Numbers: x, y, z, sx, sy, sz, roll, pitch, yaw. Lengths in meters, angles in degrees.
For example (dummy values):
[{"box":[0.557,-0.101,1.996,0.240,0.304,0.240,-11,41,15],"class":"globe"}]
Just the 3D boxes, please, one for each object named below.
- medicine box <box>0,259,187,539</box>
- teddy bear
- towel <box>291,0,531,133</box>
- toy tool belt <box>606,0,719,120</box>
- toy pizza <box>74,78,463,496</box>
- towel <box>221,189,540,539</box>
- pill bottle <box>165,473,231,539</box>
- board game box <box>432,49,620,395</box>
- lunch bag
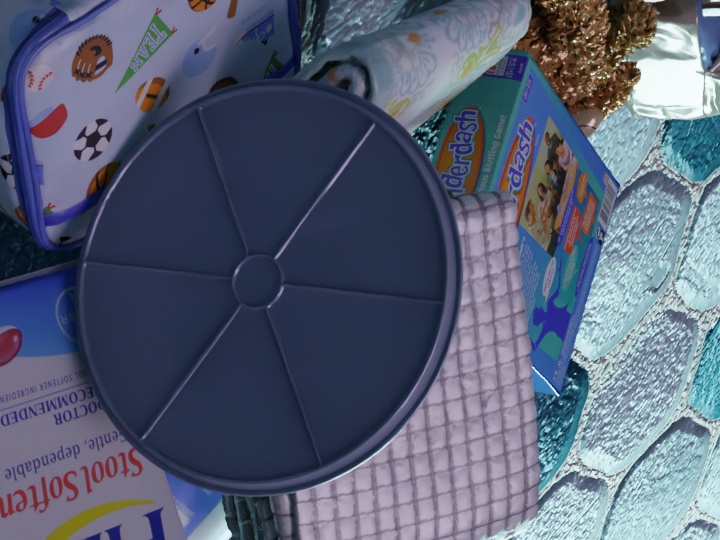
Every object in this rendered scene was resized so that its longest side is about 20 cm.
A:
[{"box":[-0.192,0.119,0.950,0.182,0.103,0.201,-18,87,-46],"class":"medicine box"},{"box":[0.122,-0.135,1.246,0.144,0.067,0.200,-21,156,-10],"class":"teddy bear"},{"box":[-0.015,-0.078,1.067,0.200,0.048,0.171,-37,179,37],"class":"towel"},{"box":[0.208,-0.198,1.336,0.200,0.124,0.124,61,34,-57],"class":"toy tool belt"},{"box":[-0.044,0.008,0.939,0.201,0.200,0.032,-59,158,1],"class":"toy pizza"},{"box":[0.003,0.060,1.041,0.165,0.085,0.201,-12,100,-29],"class":"towel"},{"box":[-0.084,0.079,1.109,0.200,0.112,0.112,-48,147,-6],"class":"pill bottle"},{"box":[0.096,-0.026,1.214,0.200,0.045,0.153,44,60,-59],"class":"board game box"},{"box":[-0.111,-0.108,0.995,0.200,0.075,0.161,-36,143,-30],"class":"lunch bag"}]
